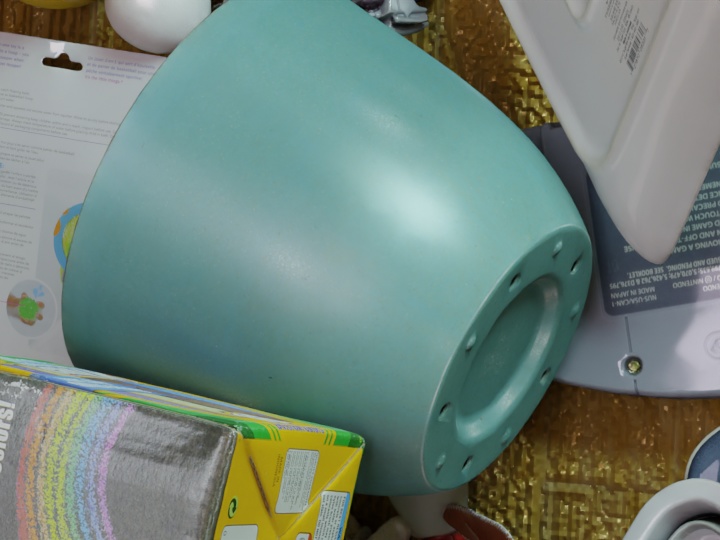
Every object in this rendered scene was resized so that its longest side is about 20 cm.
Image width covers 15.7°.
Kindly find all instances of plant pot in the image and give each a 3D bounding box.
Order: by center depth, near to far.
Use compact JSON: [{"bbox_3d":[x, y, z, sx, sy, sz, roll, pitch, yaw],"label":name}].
[{"bbox_3d":[0.000,0.000,1.095,0.160,0.200,0.202,29,99,23],"label":"plant pot"}]

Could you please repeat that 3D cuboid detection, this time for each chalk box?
[{"bbox_3d":[-0.120,0.100,0.999,0.199,0.124,0.125,13,89,25],"label":"chalk box"}]

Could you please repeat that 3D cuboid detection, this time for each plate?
[{"bbox_3d":[0.100,-0.135,1.064,0.200,0.032,0.201,108,146,-49],"label":"plate"}]

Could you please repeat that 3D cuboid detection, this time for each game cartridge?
[{"bbox_3d":[0.169,-0.014,1.121,0.199,0.041,0.134,-10,88,24],"label":"game cartridge"}]

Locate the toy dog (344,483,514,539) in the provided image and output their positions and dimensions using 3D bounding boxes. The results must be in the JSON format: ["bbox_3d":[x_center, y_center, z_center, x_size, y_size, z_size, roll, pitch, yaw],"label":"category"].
[{"bbox_3d":[0.030,0.164,1.143,0.132,0.096,0.201,-39,73,18],"label":"toy dog"}]

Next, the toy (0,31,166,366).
[{"bbox_3d":[-0.148,-0.009,1.260,0.114,0.047,0.202,10,93,21],"label":"toy"}]

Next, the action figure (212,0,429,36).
[{"bbox_3d":[-0.001,-0.174,1.191,0.130,0.069,0.200,48,113,12],"label":"action figure"}]

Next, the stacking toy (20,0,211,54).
[{"bbox_3d":[-0.151,-0.170,1.229,0.200,0.146,0.146,43,105,10],"label":"stacking toy"}]

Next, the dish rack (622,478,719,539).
[{"bbox_3d":[0.161,0.195,1.043,0.200,0.043,0.172,32,93,42],"label":"dish rack"}]

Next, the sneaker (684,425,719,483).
[{"bbox_3d":[0.221,0.082,1.065,0.199,0.084,0.076,-7,85,24],"label":"sneaker"}]
